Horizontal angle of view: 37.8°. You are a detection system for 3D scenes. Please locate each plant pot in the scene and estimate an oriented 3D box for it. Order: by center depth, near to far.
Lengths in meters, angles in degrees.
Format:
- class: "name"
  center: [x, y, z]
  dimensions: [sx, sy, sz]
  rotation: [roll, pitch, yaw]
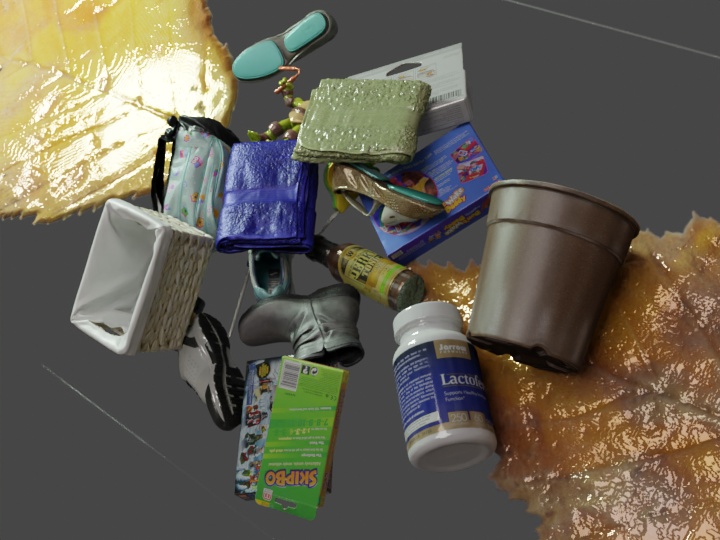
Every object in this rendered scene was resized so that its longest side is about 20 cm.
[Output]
- class: "plant pot"
  center: [0.230, 0.014, 1.335]
  dimensions: [0.199, 0.200, 0.200]
  rotation: [13, 79, 32]

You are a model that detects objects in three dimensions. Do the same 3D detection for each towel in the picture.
- class: "towel"
  center: [0.001, -0.218, 1.540]
  dimensions: [0.198, 0.037, 0.150]
  rotation: [3, 61, 25]
- class: "towel"
  center: [-0.136, -0.116, 1.574]
  dimensions: [0.146, 0.050, 0.202]
  rotation: [0, 55, 4]

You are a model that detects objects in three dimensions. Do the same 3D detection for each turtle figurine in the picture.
- class: "turtle figurine"
  center: [-0.104, -0.249, 1.712]
  dimensions: [0.161, 0.065, 0.200]
  rotation: [-41, 61, -20]

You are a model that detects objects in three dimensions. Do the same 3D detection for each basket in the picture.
- class: "basket"
  center: [-0.321, 0.012, 1.559]
  dimensions: [0.135, 0.123, 0.202]
  rotation: [25, 99, 33]

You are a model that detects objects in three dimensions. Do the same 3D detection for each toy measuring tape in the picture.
- class: "toy measuring tape"
  center: [-0.048, -0.117, 1.609]
  dimensions: [0.200, 0.074, 0.073]
  rotation: [-47, 54, -5]

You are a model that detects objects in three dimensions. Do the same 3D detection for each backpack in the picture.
- class: "backpack"
  center: [-0.250, -0.130, 1.678]
  dimensions: [0.125, 0.167, 0.202]
  rotation: [1, 72, 25]

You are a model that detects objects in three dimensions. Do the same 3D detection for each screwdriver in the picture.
- class: "screwdriver"
  center: [-0.174, 0.010, 1.637]
  dimensions: [0.029, 0.028, 0.202]
  rotation: [-22, 48, 50]

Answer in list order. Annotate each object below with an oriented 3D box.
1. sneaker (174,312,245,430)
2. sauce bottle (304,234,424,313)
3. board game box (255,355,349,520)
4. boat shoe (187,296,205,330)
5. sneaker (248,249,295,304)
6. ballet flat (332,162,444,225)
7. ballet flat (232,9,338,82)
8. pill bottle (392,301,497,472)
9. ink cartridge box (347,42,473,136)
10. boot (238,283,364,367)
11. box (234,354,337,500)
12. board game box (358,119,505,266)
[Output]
- class: "sneaker"
  center: [-0.224, 0.162, 1.571]
  dimensions: [0.080, 0.073, 0.201]
  rotation: [-41, 48, 21]
- class: "sauce bottle"
  center: [0.000, 0.000, 1.531]
  dimensions: [0.199, 0.065, 0.065]
  rotation: [24, 77, 34]
- class: "board game box"
  center: [-0.079, 0.223, 1.405]
  dimensions: [0.095, 0.030, 0.202]
  rotation: [11, 87, 24]
- class: "boat shoe"
  center: [-0.325, 0.034, 1.681]
  dimensions: [0.199, 0.075, 0.062]
  rotation: [27, 74, 30]
- class: "sneaker"
  center: [-0.135, -0.029, 1.591]
  dimensions: [0.077, 0.086, 0.202]
  rotation: [-12, 65, 0]
- class: "ballet flat"
  center: [0.036, -0.103, 1.519]
  dimensions: [0.199, 0.070, 0.066]
  rotation: [29, 106, 37]
- class: "ballet flat"
  center: [-0.125, -0.375, 1.796]
  dimensions: [0.199, 0.064, 0.068]
  rotation: [-27, 81, 16]
- class: "pill bottle"
  center: [0.103, 0.150, 1.367]
  dimensions: [0.115, 0.116, 0.202]
  rotation: [-21, 58, 17]
- class: "ink cartridge box"
  center: [0.072, -0.265, 1.619]
  dimensions: [0.198, 0.045, 0.177]
  rotation: [-14, 36, 15]
- class: "boot"
  center: [-0.091, 0.096, 1.486]
  dimensions: [0.198, 0.070, 0.132]
  rotation: [-20, 39, 18]
- class: "box"
  center: [-0.104, 0.218, 1.486]
  dimensions: [0.136, 0.040, 0.202]
  rotation: [-10, 61, 22]
- class: "board game box"
  center: [0.108, -0.113, 1.545]
  dimensions: [0.199, 0.045, 0.135]
  rotation: [-31, 55, 10]
